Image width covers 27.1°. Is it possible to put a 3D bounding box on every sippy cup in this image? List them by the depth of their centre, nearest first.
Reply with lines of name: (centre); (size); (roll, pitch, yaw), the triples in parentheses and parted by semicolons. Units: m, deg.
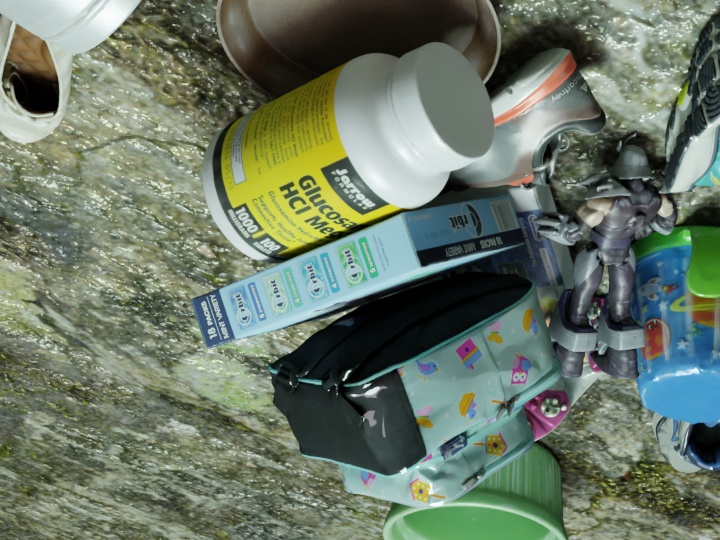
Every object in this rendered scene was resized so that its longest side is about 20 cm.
sippy cup: (0.283, 0.052, 1.255); (0.139, 0.131, 0.178); (-20, 139, 37)

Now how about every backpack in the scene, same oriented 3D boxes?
backpack: (0.057, 0.087, 1.159); (0.176, 0.200, 0.154); (-5, 116, 60)

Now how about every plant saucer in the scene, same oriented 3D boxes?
plant saucer: (0.000, -0.176, 1.048); (0.200, 0.035, 0.200); (5, 149, 3)

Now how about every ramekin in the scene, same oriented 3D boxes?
ramekin: (0.128, 0.253, 1.628); (0.199, 0.098, 0.200); (6, 147, 4)

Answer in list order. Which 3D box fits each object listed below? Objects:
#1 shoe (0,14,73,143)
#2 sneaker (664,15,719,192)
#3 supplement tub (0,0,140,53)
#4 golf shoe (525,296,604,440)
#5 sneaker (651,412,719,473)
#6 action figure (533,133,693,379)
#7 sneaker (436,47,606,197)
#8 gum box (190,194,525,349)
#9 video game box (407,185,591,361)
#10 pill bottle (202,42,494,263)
shoe: (-0.251, -0.150, 1.119); (0.070, 0.053, 0.200); (14, 147, -10)
sneaker: (0.270, -0.119, 1.054); (0.079, 0.078, 0.200); (2, 158, -1)
supplement tub: (-0.225, -0.237, 0.909); (0.200, 0.132, 0.132); (31, 141, -32)
golf shoe: (0.162, 0.108, 1.339); (0.075, 0.200, 0.092); (51, 162, 15)
sneaker: (0.329, 0.160, 1.456); (0.077, 0.085, 0.200); (5, 148, 4)
action figure: (0.193, -0.013, 1.177); (0.130, 0.069, 0.200); (0, 113, -22)
sneaker: (0.100, -0.083, 1.108); (0.082, 0.077, 0.200); (48, 136, -8)
gum box: (0.000, 0.000, 1.137); (0.200, 0.045, 0.170); (-22, 175, 32)
video game box: (0.085, 0.002, 1.256); (0.182, 0.047, 0.200); (-5, 131, 23)
pill bottle: (-0.009, -0.085, 1.056); (0.200, 0.113, 0.112); (-22, 137, 38)
